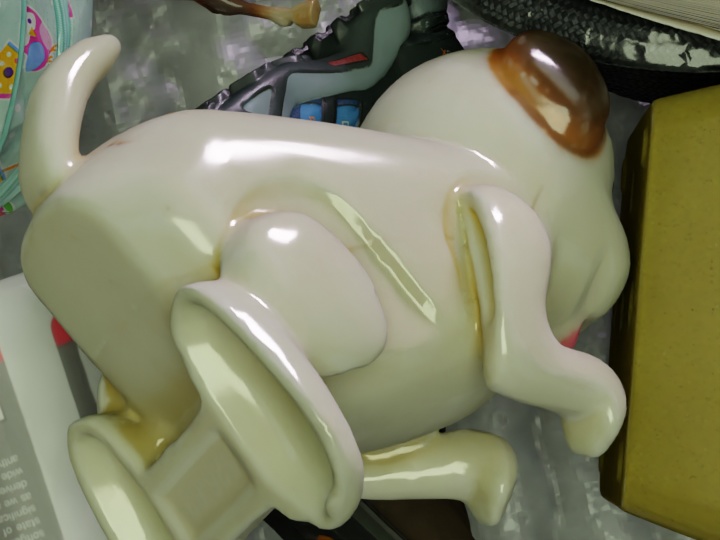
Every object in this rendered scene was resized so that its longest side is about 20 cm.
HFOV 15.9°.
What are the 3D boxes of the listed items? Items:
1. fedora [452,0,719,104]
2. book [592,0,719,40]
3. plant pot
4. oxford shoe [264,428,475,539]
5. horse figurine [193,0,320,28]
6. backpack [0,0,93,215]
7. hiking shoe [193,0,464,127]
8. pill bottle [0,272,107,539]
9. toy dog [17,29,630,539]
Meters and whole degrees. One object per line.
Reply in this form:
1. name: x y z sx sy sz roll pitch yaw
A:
1. fedora: 0.107 -0.119 0.931 0.200 0.092 0.201 -3 53 4
2. book: 0.136 -0.167 0.876 0.133 0.048 0.200 18 57 25
3. plant pot: 0.177 0.022 0.894 0.176 0.200 0.200 4 87 2
4. oxford shoe: 0.015 0.081 0.920 0.200 0.073 0.085 48 56 -33
5. horse figurine: -0.086 -0.137 0.897 0.132 0.200 0.050 13 74 24
6. backpack: -0.184 -0.079 0.879 0.126 0.200 0.167 -2 91 -38
7. hiking shoe: -0.019 -0.030 0.910 0.200 0.074 0.087 -37 94 -35
8. pill bottle: -0.106 0.104 0.918 0.111 0.111 0.200 -19 88 -3
9. toy dog: 0.000 0.000 0.825 0.200 0.140 0.194 -25 67 -36
